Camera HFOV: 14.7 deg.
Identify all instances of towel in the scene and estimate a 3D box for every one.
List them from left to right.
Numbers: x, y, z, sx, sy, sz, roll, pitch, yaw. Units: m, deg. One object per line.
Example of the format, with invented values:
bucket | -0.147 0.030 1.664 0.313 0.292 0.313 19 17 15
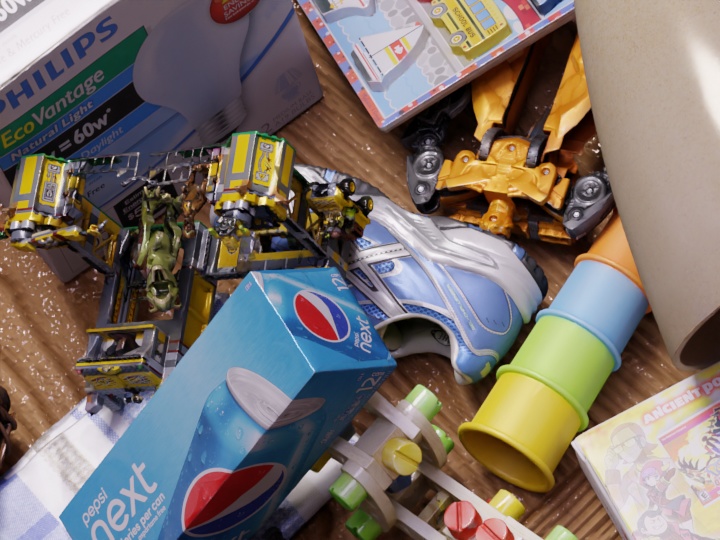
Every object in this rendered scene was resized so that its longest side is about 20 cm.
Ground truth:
towel | -0.106 0.118 1.535 0.200 0.024 0.147 -42 66 -9

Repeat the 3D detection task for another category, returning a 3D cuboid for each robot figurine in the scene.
robot figurine | 0.107 -0.098 1.578 0.144 0.058 0.201 10 65 25

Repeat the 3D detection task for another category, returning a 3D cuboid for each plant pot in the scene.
plant pot | 0.199 -0.082 1.462 0.186 0.187 0.201 -26 73 -3

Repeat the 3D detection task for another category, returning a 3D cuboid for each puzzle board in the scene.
puzzle board | 0.040 -0.176 1.617 0.150 0.017 0.200 -31 42 0

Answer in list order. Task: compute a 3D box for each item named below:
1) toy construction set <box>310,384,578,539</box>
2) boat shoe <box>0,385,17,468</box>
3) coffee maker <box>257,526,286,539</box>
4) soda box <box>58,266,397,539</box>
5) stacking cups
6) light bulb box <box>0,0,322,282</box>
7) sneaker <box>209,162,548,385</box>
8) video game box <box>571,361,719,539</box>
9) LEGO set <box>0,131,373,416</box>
toy construction set | 0.052 0.133 1.428 0.092 0.131 0.200 -36 49 -4
boat shoe | -0.224 0.082 1.532 0.067 0.072 0.201 -23 48 4
coffee maker | -0.012 0.237 1.392 0.199 0.135 0.193 22 69 20
soda box | -0.070 0.088 1.432 0.200 0.064 0.068 -51 60 33
stacking cups | 0.127 0.022 1.515 0.060 0.061 0.201 26 71 22
light bulb box | -0.146 -0.134 1.570 0.198 0.200 0.125 -37 62 -8
sneaker | 0.000 0.000 1.544 0.199 0.076 0.077 18 68 22
video game box | 0.238 0.122 1.452 0.199 0.047 0.183 -27 64 -4
LEGO set | -0.096 0.012 1.481 0.199 0.154 0.117 -1 65 20
